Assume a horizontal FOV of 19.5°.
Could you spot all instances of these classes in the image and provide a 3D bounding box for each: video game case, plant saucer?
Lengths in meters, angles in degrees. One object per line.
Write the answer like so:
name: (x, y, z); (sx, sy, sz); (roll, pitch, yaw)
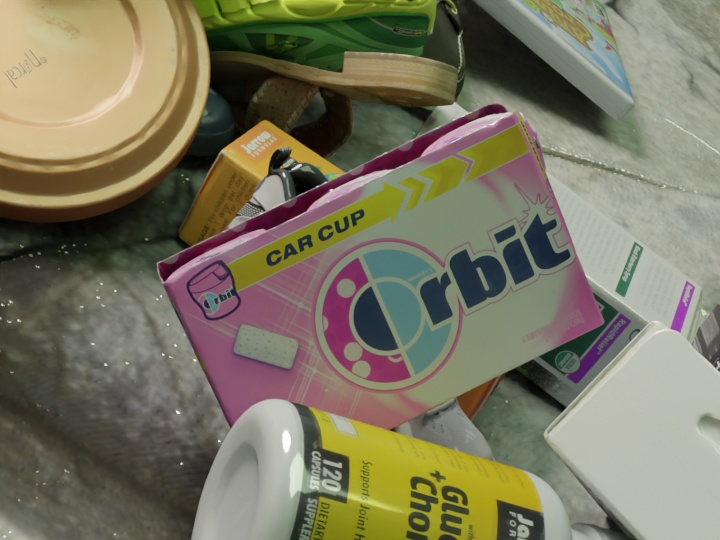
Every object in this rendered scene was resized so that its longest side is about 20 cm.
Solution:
video game case: (0.118, -0.215, 1.566); (0.199, 0.022, 0.183); (37, 23, -20)
plant saucer: (-0.179, -0.122, 1.156); (0.198, 0.032, 0.202); (7, 62, -14)

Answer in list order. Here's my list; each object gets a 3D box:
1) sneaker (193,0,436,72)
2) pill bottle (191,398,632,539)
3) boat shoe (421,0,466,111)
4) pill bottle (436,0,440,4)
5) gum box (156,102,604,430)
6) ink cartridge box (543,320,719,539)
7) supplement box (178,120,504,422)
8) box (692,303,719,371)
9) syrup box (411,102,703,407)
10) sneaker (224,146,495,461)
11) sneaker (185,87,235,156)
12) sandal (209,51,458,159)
sneaker: (-0.051, -0.150, 1.321); (0.198, 0.084, 0.074); (-1, 40, 6)
pill bottle: (0.028, 0.137, 0.970); (0.198, 0.112, 0.112); (17, 34, -20)
boat shoe: (0.035, -0.190, 1.486); (0.071, 0.061, 0.202); (12, 36, -28)
pill bottle: (-0.033, -0.248, 1.374); (0.201, 0.113, 0.114); (59, 22, -24)
gum box: (0.014, 0.009, 1.029); (0.114, 0.199, 0.066); (65, -5, -11)
ink cartridge box: (0.182, 0.123, 1.056); (0.145, 0.084, 0.200); (45, -1, 23)
supplement box: (0.000, 0.000, 1.185); (0.199, 0.069, 0.067); (32, 29, 7)
box: (0.310, 0.112, 1.302); (0.198, 0.050, 0.158); (17, 34, -22)
syrup box: (0.099, -0.002, 1.238); (0.199, 0.079, 0.082); (37, 32, -2)
sneaker: (0.012, 0.015, 1.097); (0.199, 0.140, 0.078); (38, 27, 12)
sneaker: (-0.155, -0.139, 1.234); (0.199, 0.082, 0.070); (26, 30, -8)
sandal: (-0.033, -0.090, 1.253); (0.211, 0.070, 0.077); (4, -6, 44)
